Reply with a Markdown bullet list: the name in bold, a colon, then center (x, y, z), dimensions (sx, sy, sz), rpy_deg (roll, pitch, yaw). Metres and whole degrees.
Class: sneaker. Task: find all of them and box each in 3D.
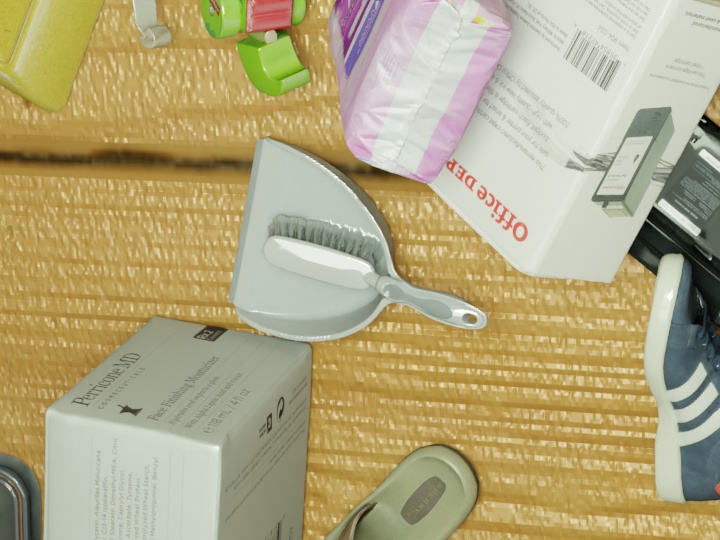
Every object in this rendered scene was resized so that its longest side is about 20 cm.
- **sneaker**: center (0.237, 0.072, 1.437), dimensions (0.084, 0.075, 0.201), rpy_deg (2, 131, 17)

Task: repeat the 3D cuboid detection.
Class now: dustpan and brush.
- **dustpan and brush**: center (0.000, 0.000, 1.511), dimensions (0.199, 0.057, 0.141), rpy_deg (17, 112, 12)

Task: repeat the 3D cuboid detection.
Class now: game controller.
- **game controller**: center (0.219, -0.044, 1.443), dimensions (0.200, 0.042, 0.105), rpy_deg (40, 101, 2)

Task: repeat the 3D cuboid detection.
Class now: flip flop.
- **flip flop**: center (0.014, 0.211, 1.578), dimensions (0.081, 0.058, 0.200), rpy_deg (39, 115, 2)

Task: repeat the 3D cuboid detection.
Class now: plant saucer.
- **plant saucer**: center (-0.273, -0.235, 1.530), dimensions (0.199, 0.048, 0.201), rpy_deg (28, 113, 7)

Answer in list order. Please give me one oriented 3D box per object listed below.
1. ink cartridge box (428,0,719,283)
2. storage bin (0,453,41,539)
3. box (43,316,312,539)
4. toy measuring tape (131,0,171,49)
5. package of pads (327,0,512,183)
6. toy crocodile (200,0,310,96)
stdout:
- **ink cartridge box**: center (0.135, -0.114, 1.374), dimensions (0.146, 0.084, 0.201), rpy_deg (46, 118, 41)
- **storage bin**: center (-0.365, 0.222, 1.666), dimensions (0.198, 0.134, 0.147), rpy_deg (8, 110, 16)
- **box**: center (-0.128, 0.164, 1.531), dimensions (0.130, 0.199, 0.202), rpy_deg (9, 111, 14)
- **toy measuring tape**: center (-0.130, -0.252, 1.459), dimensions (0.073, 0.074, 0.202), rpy_deg (-2, 102, 19)
- **package of pads**: center (0.035, -0.154, 1.369), dimensions (0.075, 0.200, 0.121), rpy_deg (22, 115, -15)
- **toy crocodile**: center (-0.068, -0.217, 1.446), dimensions (0.067, 0.062, 0.202), rpy_deg (-11, 110, -25)
